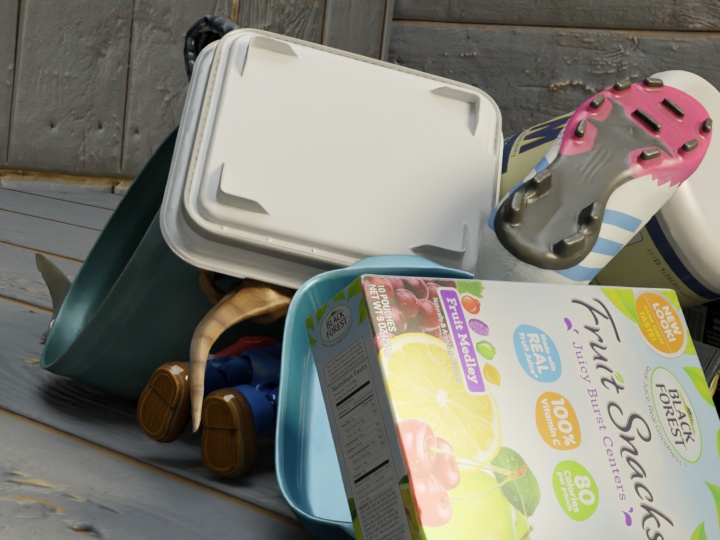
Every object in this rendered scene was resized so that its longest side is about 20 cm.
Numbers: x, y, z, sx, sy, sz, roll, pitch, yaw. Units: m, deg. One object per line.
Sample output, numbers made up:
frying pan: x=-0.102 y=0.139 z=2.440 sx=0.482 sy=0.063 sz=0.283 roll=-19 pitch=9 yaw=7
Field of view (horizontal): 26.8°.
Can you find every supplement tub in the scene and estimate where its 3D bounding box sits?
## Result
supplement tub: x=0.147 y=-0.030 z=0.977 sx=0.200 sy=0.145 sz=0.145 roll=-21 pitch=-12 yaw=35

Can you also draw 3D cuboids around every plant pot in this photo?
plant pot: x=-0.110 y=0.011 z=1.040 sx=0.134 sy=0.200 sz=0.200 roll=31 pitch=-2 yaw=-16

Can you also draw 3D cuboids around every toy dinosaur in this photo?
toy dinosaur: x=-0.061 y=0.014 z=0.879 sx=0.106 sy=0.060 sz=0.200 roll=27 pitch=31 yaw=31

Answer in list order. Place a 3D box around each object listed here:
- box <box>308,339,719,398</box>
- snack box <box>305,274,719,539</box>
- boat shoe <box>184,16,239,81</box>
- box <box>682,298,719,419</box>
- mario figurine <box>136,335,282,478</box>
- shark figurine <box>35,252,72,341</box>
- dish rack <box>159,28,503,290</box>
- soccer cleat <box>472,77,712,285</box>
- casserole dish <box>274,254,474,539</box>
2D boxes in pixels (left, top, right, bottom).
box: x=0.090 y=0.069 z=0.869 sx=0.200 sy=0.046 sz=0.159 roll=19 pitch=32 yaw=21
snack box: x=0.083 y=0.077 z=0.706 sx=0.200 sy=0.142 sz=0.053 roll=3 pitch=-28 yaw=-35
boat shoe: x=-0.045 y=-0.082 z=0.974 sx=0.091 sy=0.071 sz=0.200 roll=12 pitch=36 yaw=-49
box: x=0.314 y=0.087 z=0.954 sx=0.200 sy=0.124 sz=0.149 roll=6 pitch=5 yaw=-6
mario figurine: x=-0.040 y=0.087 z=0.930 sx=0.200 sy=0.123 sz=0.106 roll=-13 pitch=-24 yaw=-51
shark figurine: x=-0.155 y=0.027 z=1.241 sx=0.214 sy=0.090 sz=0.128 roll=12 pitch=6 yaw=31
dish rack: x=-0.008 y=-0.065 z=0.896 sx=0.200 sy=0.172 sz=0.044 roll=14 pitch=-33 yaw=-9
soccer cleat: x=0.120 y=-0.037 z=0.824 sx=0.070 sy=0.086 sz=0.200 roll=39 pitch=48 yaw=15
casserole dish: x=0.019 y=0.072 z=0.781 sx=0.121 sy=0.039 sz=0.200 roll=-1 pitch=42 yaw=1
